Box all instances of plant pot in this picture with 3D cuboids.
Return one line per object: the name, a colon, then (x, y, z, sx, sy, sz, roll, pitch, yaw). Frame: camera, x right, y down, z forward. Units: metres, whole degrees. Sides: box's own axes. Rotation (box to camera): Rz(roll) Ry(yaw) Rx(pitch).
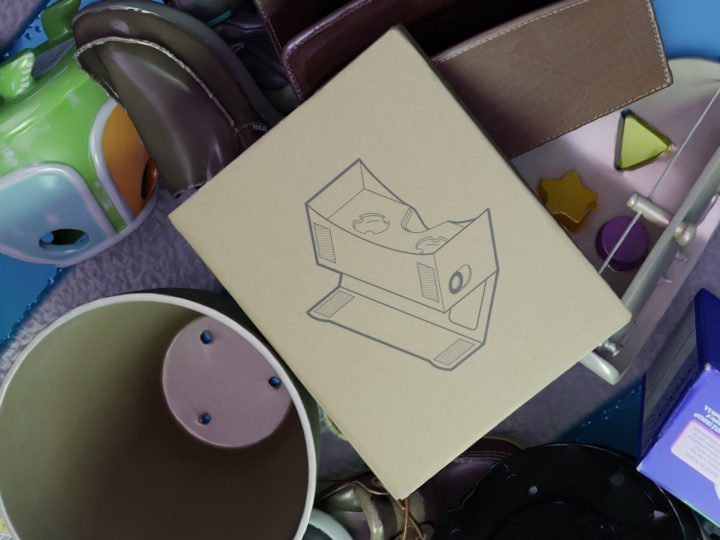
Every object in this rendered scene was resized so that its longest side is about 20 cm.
plant pot: (-0.101, 0.087, 1.079, 0.185, 0.200, 0.190, 2, 101, 8)

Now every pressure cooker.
pressure cooker: (0.144, 0.211, 1.065, 0.175, 0.200, 0.179, 31, 79, 34)

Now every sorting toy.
sorting toy: (0.119, -0.051, 1.061, 0.179, 0.107, 0.201, 33, 73, 11)

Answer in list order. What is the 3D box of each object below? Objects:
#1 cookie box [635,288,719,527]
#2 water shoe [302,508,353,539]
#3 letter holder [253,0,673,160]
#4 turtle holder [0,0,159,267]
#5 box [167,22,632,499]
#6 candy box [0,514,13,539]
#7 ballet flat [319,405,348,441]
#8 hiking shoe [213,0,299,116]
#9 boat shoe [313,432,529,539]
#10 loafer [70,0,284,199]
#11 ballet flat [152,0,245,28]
cookie box: (0.245, 0.105, 1.027, 0.170, 0.200, 0.076, 35, 105, 2)
water shoe: (-0.047, 0.246, 1.089, 0.071, 0.079, 0.202, 15, 102, 21)
letter holder: (0.052, -0.140, 0.998, 0.198, 0.101, 0.143, -24, 133, 1)
turtle holder: (-0.207, -0.065, 1.102, 0.185, 0.141, 0.132, -33, 111, 4)
box: (0.021, -0.003, 0.960, 0.163, 0.021, 0.200, -38, 95, 11)
candy box: (-0.165, 0.218, 1.155, 0.056, 0.117, 0.200, -42, 91, 13)
ballet flat: (0.021, 0.030, 1.024, 0.070, 0.071, 0.201, 27, 137, 4)
hiking shoe: (-0.022, -0.133, 1.102, 0.198, 0.076, 0.101, -15, 111, 17)
boat shoe: (0.017, 0.155, 1.137, 0.198, 0.072, 0.073, -12, 98, 11)
loafer: (-0.091, -0.080, 1.044, 0.073, 0.072, 0.200, -18, 133, 42)
ballet flat: (-0.152, -0.204, 1.071, 0.199, 0.068, 0.068, 38, 75, 25)
